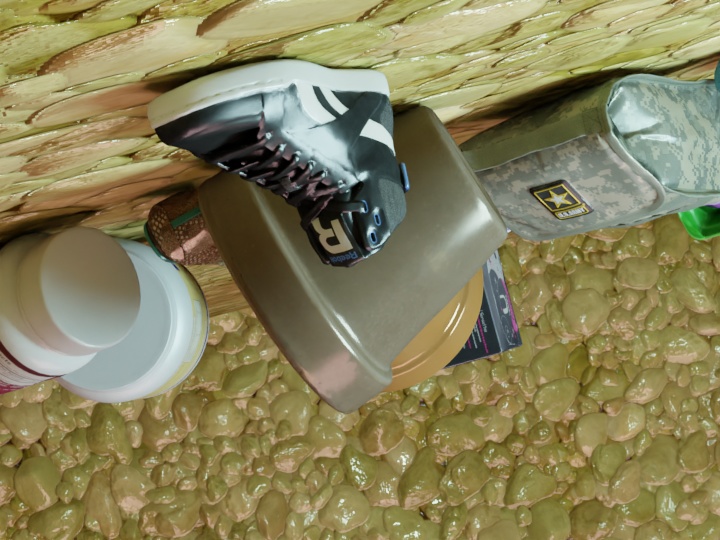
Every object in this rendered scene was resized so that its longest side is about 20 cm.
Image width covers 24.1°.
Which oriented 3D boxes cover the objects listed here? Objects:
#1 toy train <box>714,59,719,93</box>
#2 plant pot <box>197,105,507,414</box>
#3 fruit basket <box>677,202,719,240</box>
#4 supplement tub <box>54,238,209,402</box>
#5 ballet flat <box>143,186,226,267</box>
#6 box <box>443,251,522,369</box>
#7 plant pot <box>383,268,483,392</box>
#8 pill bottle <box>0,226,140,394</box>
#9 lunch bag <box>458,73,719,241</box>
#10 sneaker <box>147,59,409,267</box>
[{"bbox_3d":[0.392,-0.170,1.357,0.199,0.085,0.115,-18,163,40],"label":"toy train"},{"bbox_3d":[0.008,-0.023,1.218,0.174,0.201,0.200,-32,175,7],"label":"plant pot"},{"bbox_3d":[0.396,-0.114,1.823,0.215,0.156,0.216,-28,-171,5],"label":"fruit basket"},{"bbox_3d":[-0.218,0.046,1.533,0.144,0.147,0.200,-15,177,0],"label":"supplement tub"},{"bbox_3d":[-0.105,-0.037,1.368,0.065,0.071,0.200,-31,176,17],"label":"ballet flat"},{"bbox_3d":[0.124,0.019,2.185,0.114,0.202,0.132,-15,177,18],"label":"box"},{"bbox_3d":[0.000,0.000,1.539,0.199,0.202,0.140,-16,161,13],"label":"plant pot"},{"bbox_3d":[-0.274,0.035,1.351,0.199,0.115,0.114,-18,176,42],"label":"pill bottle"},{"bbox_3d":[0.193,-0.092,1.380,0.163,0.119,0.199,-15,171,43],"label":"lunch bag"},{"bbox_3d":[-0.031,-0.055,0.944,0.073,0.113,0.199,-18,176,34],"label":"sneaker"}]
